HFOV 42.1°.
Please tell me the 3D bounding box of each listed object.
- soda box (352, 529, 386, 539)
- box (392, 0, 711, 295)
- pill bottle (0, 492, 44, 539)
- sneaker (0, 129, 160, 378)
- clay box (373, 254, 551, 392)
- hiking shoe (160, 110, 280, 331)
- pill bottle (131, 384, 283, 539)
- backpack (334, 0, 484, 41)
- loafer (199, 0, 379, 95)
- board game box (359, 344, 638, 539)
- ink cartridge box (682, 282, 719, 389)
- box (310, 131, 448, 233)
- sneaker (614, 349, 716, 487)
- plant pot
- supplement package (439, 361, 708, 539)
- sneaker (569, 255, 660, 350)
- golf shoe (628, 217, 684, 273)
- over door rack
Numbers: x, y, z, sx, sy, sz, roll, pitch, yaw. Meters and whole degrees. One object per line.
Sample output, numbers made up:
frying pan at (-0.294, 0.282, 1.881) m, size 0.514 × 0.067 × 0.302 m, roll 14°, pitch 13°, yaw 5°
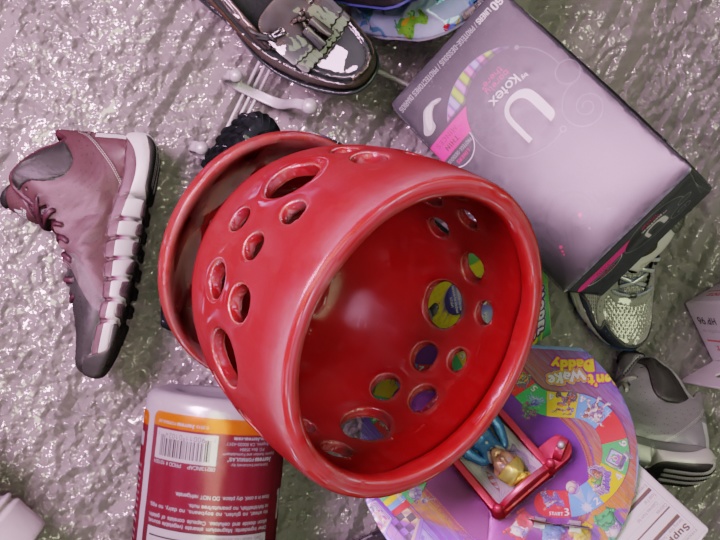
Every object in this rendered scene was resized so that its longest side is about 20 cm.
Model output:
soda box at (0.061, 0.244, 0.794) m, size 0.200 × 0.071 × 0.063 m, roll -19°, pitch 92°, yaw -12°
box at (0.142, -0.093, 0.703) m, size 0.122 × 0.106 × 0.200 m, roll -48°, pitch 68°, yaw 17°
pill bottle at (-0.339, 0.157, 0.686) m, size 0.200 × 0.114 × 0.114 m, roll 43°, pitch 81°, yaw -8°
sneaker at (-0.232, -0.020, 0.742) m, size 0.115 × 0.076 × 0.200 m, roll 10°, pitch 76°, yaw -7°
clay box at (0.090, 0.032, 0.775) m, size 0.200 × 0.048 × 0.115 m, roll -28°, pitch 125°, yaw -25°
hiking shoe at (-0.094, -0.033, 0.744) m, size 0.087 × 0.074 × 0.200 m, roll 14°, pitch 121°, yaw -21°
pill bottle at (-0.121, 0.195, 0.735) m, size 0.113 × 0.113 × 0.201 m, roll 6°, pitch 88°, yaw -12°
backpack at (0.057, -0.283, 0.754) m, size 0.200 × 0.183 × 0.147 m, roll -39°, pitch 120°, yaw -14°
loafer at (-0.074, -0.208, 0.731) m, size 0.200 × 0.063 × 0.072 m, roll 37°, pitch 86°, yaw 11°
board game box at (0.095, 0.121, 0.659) m, size 0.199 × 0.039 × 0.158 m, roll 3°, pitch 69°, yaw 10°
ink cartridge box at (0.384, 0.031, 0.847) m, size 0.200 × 0.116 × 0.068 m, roll -28°, pitch 94°, yaw -12°
box at (0.000, 0.000, 0.750) m, size 0.200 × 0.040 × 0.137 m, roll 34°, pitch 85°, yaw -42°
sneaker at (0.213, 0.123, 0.842) m, size 0.199 × 0.075 × 0.116 m, roll 9°, pitch 61°, yaw 2°
plant pot at (-0.014, 0.015, 0.596) m, size 0.200 × 0.182 × 0.201 m, roll -15°, pitch 116°, yaw -33°
supplement package at (0.142, 0.170, 0.717) m, size 0.110 × 0.114 × 0.200 m, roll -42°, pitch 69°, yaw -10°
sneaker at (0.232, -0.026, 0.831) m, size 0.077 × 0.085 × 0.201 m, roll -7°, pitch 91°, yaw -12°
golf shoe at (0.174, -0.071, 0.787) m, size 0.078 × 0.200 × 0.095 m, roll 11°, pitch 110°, yaw -50°
over door rack at (-0.022, -0.120, 0.786) m, size 0.200 × 0.067 × 0.148 m, roll 27°, pitch 84°, yaw -11°
